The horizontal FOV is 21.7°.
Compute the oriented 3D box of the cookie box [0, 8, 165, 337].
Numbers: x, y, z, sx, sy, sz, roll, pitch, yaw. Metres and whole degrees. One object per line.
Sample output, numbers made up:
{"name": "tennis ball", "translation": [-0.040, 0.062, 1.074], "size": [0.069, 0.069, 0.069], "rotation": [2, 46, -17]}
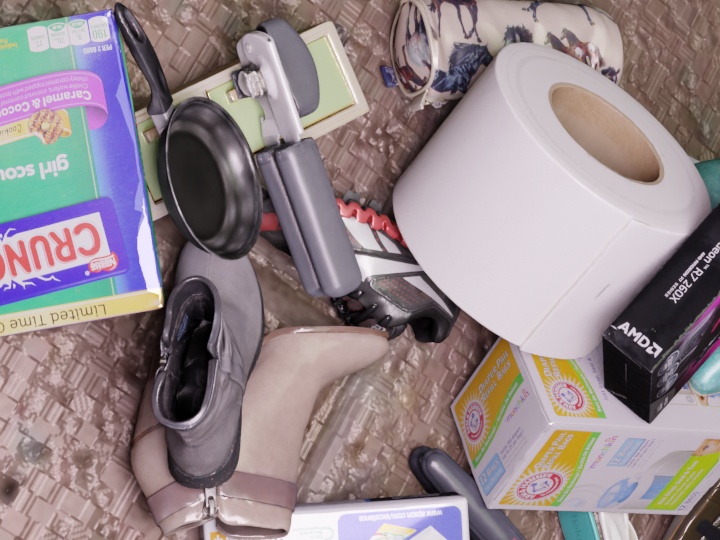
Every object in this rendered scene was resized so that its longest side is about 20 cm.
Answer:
{"name": "cookie box", "translation": [-0.228, -0.059, 1.257], "size": [0.170, 0.075, 0.201], "rotation": [-10, 92, -3]}

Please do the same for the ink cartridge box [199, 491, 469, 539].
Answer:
{"name": "ink cartridge box", "translation": [-0.015, 0.270, 1.376], "size": [0.196, 0.047, 0.201], "rotation": [-3, 91, -9]}

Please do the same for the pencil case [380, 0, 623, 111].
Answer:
{"name": "pencil case", "translation": [0.118, -0.170, 1.489], "size": [0.199, 0.078, 0.090], "rotation": [-2, 97, -29]}

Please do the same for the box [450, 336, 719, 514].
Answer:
{"name": "box", "translation": [0.188, 0.118, 1.473], "size": [0.199, 0.113, 0.102], "rotation": [6, 46, -29]}

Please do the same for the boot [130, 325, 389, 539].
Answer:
{"name": "boot", "translation": [-0.067, 0.119, 1.353], "size": [0.199, 0.070, 0.147], "rotation": [-5, 68, -10]}

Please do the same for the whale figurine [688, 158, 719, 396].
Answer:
{"name": "whale figurine", "translation": [0.292, 0.001, 1.478], "size": [0.158, 0.104, 0.201], "rotation": [6, 59, -7]}

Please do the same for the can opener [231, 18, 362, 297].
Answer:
{"name": "can opener", "translation": [-0.040, -0.080, 1.335], "size": [0.066, 0.053, 0.201], "rotation": [-21, 100, -29]}

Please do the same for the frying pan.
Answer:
{"name": "frying pan", "translation": [-0.124, -0.080, 1.262], "size": [0.190, 0.031, 0.115], "rotation": [42, 43, -46]}

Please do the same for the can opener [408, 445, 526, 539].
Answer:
{"name": "can opener", "translation": [0.108, 0.215, 1.469], "size": [0.079, 0.063, 0.200], "rotation": [-42, 107, -24]}

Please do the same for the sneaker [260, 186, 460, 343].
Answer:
{"name": "sneaker", "translation": [0.000, 0.000, 1.417], "size": [0.200, 0.071, 0.098], "rotation": [21, 75, -28]}

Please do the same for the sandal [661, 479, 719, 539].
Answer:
{"name": "sandal", "translation": [0.297, 0.203, 1.579], "size": [0.082, 0.055, 0.200], "rotation": [39, 89, -30]}

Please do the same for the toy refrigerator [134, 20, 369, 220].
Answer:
{"name": "toy refrigerator", "translation": [-0.097, -0.108, 1.370], "size": [0.199, 0.070, 0.076], "rotation": [-28, 101, -27]}

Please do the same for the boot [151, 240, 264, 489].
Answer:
{"name": "boot", "translation": [-0.103, 0.037, 1.278], "size": [0.069, 0.132, 0.201], "rotation": [-3, 59, 0]}

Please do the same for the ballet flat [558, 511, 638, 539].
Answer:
{"name": "ballet flat", "translation": [0.208, 0.265, 1.526], "size": [0.069, 0.069, 0.201], "rotation": [-7, 87, -29]}

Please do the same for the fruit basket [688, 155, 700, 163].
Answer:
{"name": "fruit basket", "translation": [0.302, 0.015, 1.590], "size": [0.199, 0.094, 0.186], "rotation": [23, 76, -10]}

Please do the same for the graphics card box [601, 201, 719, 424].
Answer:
{"name": "graphics card box", "translation": [0.256, 0.009, 1.368], "size": [0.051, 0.126, 0.200], "rotation": [40, 78, 20]}

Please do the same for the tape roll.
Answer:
{"name": "tape roll", "translation": [0.143, -0.054, 1.406], "size": [0.202, 0.139, 0.203], "rotation": [29, 30, -18]}
